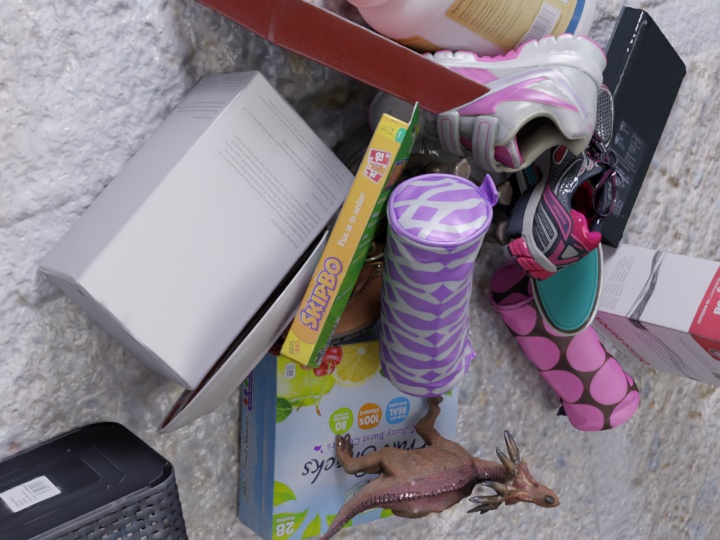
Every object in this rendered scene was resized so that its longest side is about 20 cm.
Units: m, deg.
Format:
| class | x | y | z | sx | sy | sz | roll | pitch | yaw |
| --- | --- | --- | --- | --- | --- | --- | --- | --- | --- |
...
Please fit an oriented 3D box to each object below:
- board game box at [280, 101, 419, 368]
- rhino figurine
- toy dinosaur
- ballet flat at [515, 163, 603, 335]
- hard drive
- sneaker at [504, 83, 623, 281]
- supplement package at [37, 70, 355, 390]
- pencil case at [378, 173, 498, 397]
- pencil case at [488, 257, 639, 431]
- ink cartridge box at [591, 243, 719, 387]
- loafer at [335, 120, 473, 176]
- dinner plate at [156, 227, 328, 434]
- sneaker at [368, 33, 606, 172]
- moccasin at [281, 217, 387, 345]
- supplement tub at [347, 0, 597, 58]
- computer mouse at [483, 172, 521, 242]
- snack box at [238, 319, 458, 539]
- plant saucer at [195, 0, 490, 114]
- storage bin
| class | x | y | z | sx | sy | sz | roll | pitch | yaw |
| --- | --- | --- | --- | --- | --- | --- | --- | --- | --- |
| board game box | -0.004 | -0.026 | 0.884 | 0.030 | 0.096 | 0.202 | 25 | 86 | 5 |
| rhino figurine | 0.085 | -0.052 | 1.022 | 0.199 | 0.086 | 0.061 | 21 | 80 | -59 |
| toy dinosaur | 0.062 | 0.174 | 1.002 | 0.198 | 0.135 | 0.087 | -18 | 113 | -31 |
| ballet flat | 0.177 | -0.042 | 1.095 | 0.069 | 0.069 | 0.203 | -9 | 85 | -33 |
| hard drive | 0.256 | -0.137 | 1.187 | 0.139 | 0.033 | 0.203 | 26 | 85 | -55 |
| sneaker | 0.188 | -0.080 | 1.016 | 0.080 | 0.074 | 0.202 | 36 | 53 | -24 |
| supplement package | -0.122 | -0.034 | 0.902 | 0.121 | 0.119 | 0.201 | 46 | 74 | -25 |
| pencil case | 0.058 | 0.016 | 0.944 | 0.084 | 0.085 | 0.201 | -10 | 141 | -9 |
| pencil case | 0.198 | 0.069 | 1.191 | 0.090 | 0.094 | 0.201 | -21 | 125 | 20 |
| ink cartridge box | 0.336 | 0.051 | 1.213 | 0.146 | 0.199 | 0.084 | 36 | 77 | -36 |
| loafer | 0.057 | -0.111 | 1.050 | 0.199 | 0.069 | 0.071 | -34 | 118 | -25 |
| dinner plate | -0.083 | 0.050 | 0.918 | 0.024 | 0.200 | 0.201 | 39 | 77 | -7 |
| sneaker | 0.099 | -0.123 | 0.964 | 0.081 | 0.197 | 0.090 | 43 | 43 | -58 |
| moccasin | 0.001 | 0.000 | 1.021 | 0.201 | 0.073 | 0.079 | -35 | 113 | -36 |
| supplement tub | 0.083 | -0.242 | 0.990 | 0.198 | 0.144 | 0.147 | 20 | 90 | -38 |
| computer mouse | 0.116 | -0.036 | 1.138 | 0.199 | 0.034 | 0.059 | -41 | 133 | -19 |
| snack box | -0.007 | 0.135 | 1.068 | 0.197 | 0.067 | 0.172 | -5 | 105 | -34 |
| plant saucer | -0.032 | -0.176 | 0.894 | 0.198 | 0.200 | 0.037 | 17 | 102 | -37 |
| storage bin | -0.235 | 0.201 | 0.876 | 0.198 | 0.135 | 0.095 | -21 | 114 | -30 |
